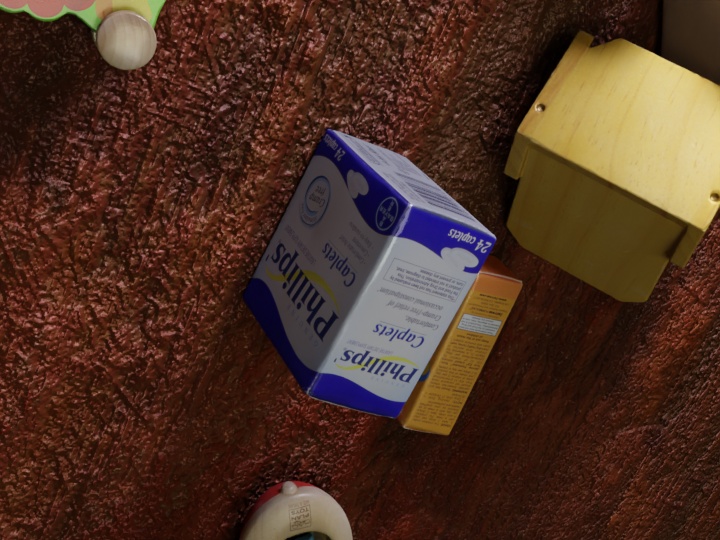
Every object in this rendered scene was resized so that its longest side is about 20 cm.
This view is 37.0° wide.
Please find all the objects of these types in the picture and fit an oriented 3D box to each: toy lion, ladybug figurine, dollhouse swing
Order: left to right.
[{"bbox_3d":[-0.205,-0.270,0.838,0.200,0.069,0.192,-44,119,3],"label":"toy lion"},{"bbox_3d":[-0.079,0.312,1.217,0.135,0.072,0.200,-9,121,-20],"label":"ladybug figurine"},{"bbox_3d":[0.265,-0.097,1.096,0.182,0.200,0.176,-57,165,-12],"label":"dollhouse swing"}]

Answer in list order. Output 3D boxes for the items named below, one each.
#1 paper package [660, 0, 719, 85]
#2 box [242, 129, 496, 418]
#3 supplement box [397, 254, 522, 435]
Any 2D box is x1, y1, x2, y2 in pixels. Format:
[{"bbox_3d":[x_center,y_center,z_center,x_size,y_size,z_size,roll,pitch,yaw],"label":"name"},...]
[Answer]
[{"bbox_3d":[0.391,-0.221,1.063,0.103,0.191,0.200,-20,125,-18],"label":"paper package"},{"bbox_3d":[0.000,0.000,1.007,0.105,0.184,0.200,17,109,-33],"label":"box"},{"bbox_3d":[0.098,0.079,1.172,0.069,0.067,0.200,11,112,-30],"label":"supplement box"}]
